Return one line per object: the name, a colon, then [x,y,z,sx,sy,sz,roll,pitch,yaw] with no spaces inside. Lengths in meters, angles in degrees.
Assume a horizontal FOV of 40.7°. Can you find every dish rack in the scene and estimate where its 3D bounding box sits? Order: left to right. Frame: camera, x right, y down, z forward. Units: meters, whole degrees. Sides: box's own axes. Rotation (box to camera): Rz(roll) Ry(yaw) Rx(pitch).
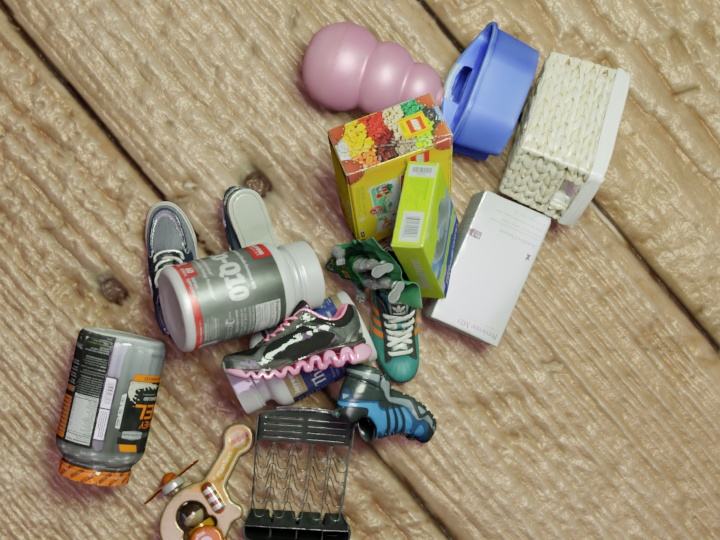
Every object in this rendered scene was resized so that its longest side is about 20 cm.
dish rack: [-0.083,0.287,1.358,0.153,0.055,0.201,4,111,-6]

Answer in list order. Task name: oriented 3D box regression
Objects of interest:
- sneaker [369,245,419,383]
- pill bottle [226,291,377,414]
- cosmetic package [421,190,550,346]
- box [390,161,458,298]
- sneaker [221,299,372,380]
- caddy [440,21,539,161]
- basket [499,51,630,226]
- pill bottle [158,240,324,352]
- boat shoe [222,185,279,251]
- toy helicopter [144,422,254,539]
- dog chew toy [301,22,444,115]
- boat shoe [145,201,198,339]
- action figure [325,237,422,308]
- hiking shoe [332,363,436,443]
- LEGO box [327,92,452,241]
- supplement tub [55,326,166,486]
sneaker: [0.048,0.064,1.390,0.071,0.080,0.201,-9,90,-6]
pill bottle: [-0.086,0.120,1.361,0.199,0.111,0.111,-27,91,-6]
cosmetic package: [0.180,-0.002,1.406,0.112,0.081,0.201,22,86,-6]
box: [0.091,-0.045,1.304,0.047,0.200,0.122,6,69,17]
sneaker: [-0.087,0.089,1.269,0.199,0.079,0.096,-10,93,-16]
caddy: [0.168,-0.251,1.382,0.105,0.141,0.201,22,86,-9]
basket: [0.285,-0.189,1.368,0.123,0.136,0.201,21,62,2]
pill bottle: [-0.156,0.028,1.290,0.199,0.114,0.114,-16,90,-25]
boat shoe: [-0.153,-0.023,1.380,0.075,0.062,0.201,-25,111,-17]
toy helicopter: [-0.218,0.303,1.376,0.132,0.079,0.201,27,75,5]
dog chew toy: [0.021,-0.271,1.366,0.199,0.125,0.125,20,87,7]
boat shoe: [-0.261,0.000,1.357,0.074,0.093,0.201,-12,90,-6]
action figure: [0.000,0.000,1.335,0.055,0.200,0.118,-37,109,-16]
hiking shoe: [0.030,0.203,1.355,0.200,0.074,0.087,41,69,-38]
LEGO box: [0.045,-0.132,1.331,0.148,0.200,0.077,-21,64,-6]
supplement tub: [-0.344,0.185,1.330,0.122,0.123,0.201,12,88,-5]
